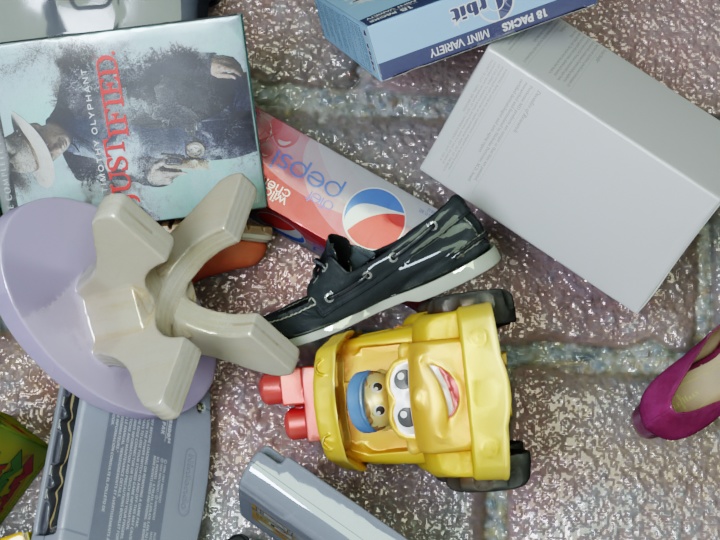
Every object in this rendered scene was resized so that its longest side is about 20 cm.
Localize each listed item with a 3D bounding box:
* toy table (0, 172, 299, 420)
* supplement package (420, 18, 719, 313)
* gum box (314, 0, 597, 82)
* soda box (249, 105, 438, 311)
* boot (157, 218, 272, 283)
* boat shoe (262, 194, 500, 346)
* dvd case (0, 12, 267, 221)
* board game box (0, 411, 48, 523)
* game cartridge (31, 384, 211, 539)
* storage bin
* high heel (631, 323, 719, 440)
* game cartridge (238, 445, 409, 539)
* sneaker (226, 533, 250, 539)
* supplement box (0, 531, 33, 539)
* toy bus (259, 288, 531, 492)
[{"bbox_3d":[-0.142,0.021,0.858,0.116,0.199,0.186,-14,58,37],"label":"toy table"},{"bbox_3d":[0.169,-0.088,0.963,0.199,0.120,0.121,34,36,6],"label":"supplement package"},{"bbox_3d":[0.064,-0.210,0.973,0.168,0.200,0.045,-20,113,-6],"label":"gum box"},{"bbox_3d":[-0.020,-0.048,0.997,0.199,0.063,0.070,29,78,4],"label":"soda box"},{"bbox_3d":[-0.161,0.013,0.982,0.197,0.075,0.109,-10,97,-10],"label":"boot"},{"bbox_3d":[0.000,0.001,0.921,0.198,0.074,0.067,-21,98,22],"label":"boat shoe"},{"bbox_3d":[-0.175,-0.105,0.936,0.197,0.022,0.148,-6,106,1],"label":"dvd case"},{"bbox_3d":[-0.278,0.143,0.871,0.047,0.200,0.102,34,78,6],"label":"board game box"},{"bbox_3d":[-0.166,0.143,0.913,0.040,0.133,0.202,-15,59,39],"label":"game cartridge"},{"bbox_3d":[-0.206,-0.174,0.987,0.197,0.146,0.136,-3,86,-2],"label":"storage bin"},{"bbox_3d":[0.296,0.064,0.966,0.200,0.096,0.068,-40,81,-10],"label":"high heel"},{"bbox_3d":[-0.023,0.183,0.873,0.133,0.200,0.042,38,74,7],"label":"game cartridge"},{"bbox_3d":[-0.040,0.272,0.916,0.200,0.075,0.079,43,42,-9],"label":"sneaker"},{"bbox_3d":[-0.303,0.269,0.888,0.198,0.110,0.110,-18,78,-6],"label":"supplement box"},{"bbox_3d":[0.021,0.088,0.900,0.189,0.200,0.138,-4,86,3],"label":"toy bus"}]
